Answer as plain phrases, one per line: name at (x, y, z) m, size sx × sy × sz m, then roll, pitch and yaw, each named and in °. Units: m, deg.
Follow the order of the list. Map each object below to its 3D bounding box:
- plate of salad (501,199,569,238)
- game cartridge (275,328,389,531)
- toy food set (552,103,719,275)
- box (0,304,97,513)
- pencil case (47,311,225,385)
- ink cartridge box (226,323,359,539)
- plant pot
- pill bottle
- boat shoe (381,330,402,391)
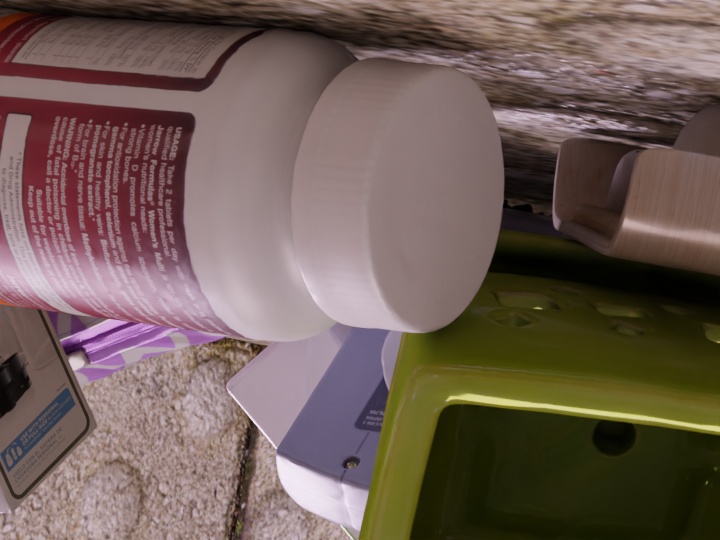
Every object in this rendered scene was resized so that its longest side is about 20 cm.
plate of salad at (0.072, -0.014, 1.438) m, size 0.198 × 0.048 × 0.200 m, roll 8°, pitch 166°, yaw 2°
game cartridge at (0.068, 0.078, 1.313) m, size 0.199 × 0.133 × 0.042 m, roll 6°, pitch 134°, yaw 25°
toy food set at (0.156, -0.028, 1.054) m, size 0.142 × 0.061 × 0.200 m, roll 9°, pitch -175°, yaw -4°
box at (-0.193, -0.007, 1.089) m, size 0.116 × 0.201 × 0.060 m, roll -1°, pitch -148°, yaw 39°
pencil case at (-0.072, -0.006, 1.148) m, size 0.199 × 0.086 × 0.084 m, roll -23°, pitch 118°, yaw 23°
ink cartridge box at (0.016, 0.069, 1.505) m, size 0.117 × 0.067 × 0.200 m, roll 50°, pitch -163°, yaw 5°
plant pot at (0.095, 0.095, 1.073) m, size 0.198 × 0.200 × 0.182 m, roll 9°, pitch -156°, yaw -4°
pill bottle at (-0.056, -0.033, 1.006) m, size 0.199 × 0.110 × 0.109 m, roll 7°, pitch 176°, yaw 33°
boat shoe at (0.098, 0.051, 1.245) m, size 0.199 × 0.069 × 0.056 m, roll 15°, pitch -162°, yaw 41°
